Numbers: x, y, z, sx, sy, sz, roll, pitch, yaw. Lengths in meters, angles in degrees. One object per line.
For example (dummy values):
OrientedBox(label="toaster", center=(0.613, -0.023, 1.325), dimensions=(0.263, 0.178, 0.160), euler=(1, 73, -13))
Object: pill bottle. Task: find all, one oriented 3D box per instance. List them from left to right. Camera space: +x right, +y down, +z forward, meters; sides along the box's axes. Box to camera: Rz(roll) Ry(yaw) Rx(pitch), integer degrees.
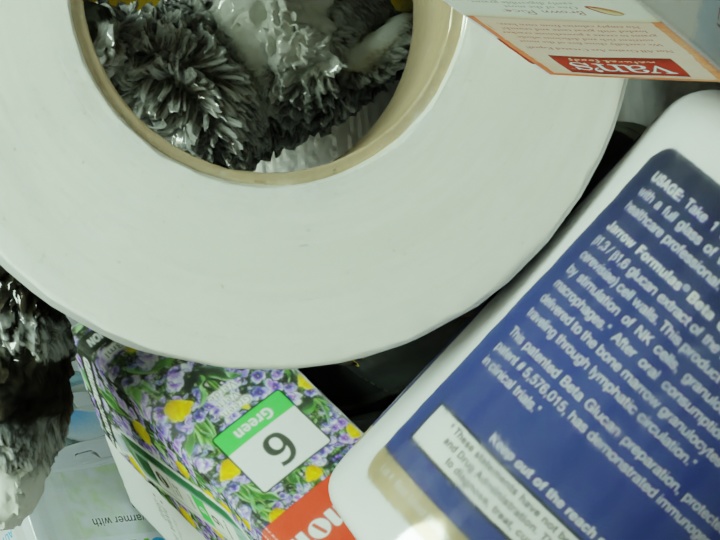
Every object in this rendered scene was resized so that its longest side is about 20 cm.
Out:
OrientedBox(label="pill bottle", center=(0.095, 0.023, 0.777), dimensions=(0.200, 0.111, 0.111), euler=(-47, 54, 3))

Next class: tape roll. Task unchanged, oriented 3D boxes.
OrientedBox(label="tape roll", center=(-0.028, -0.074, 0.781), dimensions=(0.071, 0.201, 0.204), euler=(170, 96, -82))

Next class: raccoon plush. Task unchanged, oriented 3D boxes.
OrientedBox(label="raccoon plush", center=(-0.055, -0.018, 0.918), dimensions=(0.097, 0.133, 0.201), euler=(-124, 41, -65))

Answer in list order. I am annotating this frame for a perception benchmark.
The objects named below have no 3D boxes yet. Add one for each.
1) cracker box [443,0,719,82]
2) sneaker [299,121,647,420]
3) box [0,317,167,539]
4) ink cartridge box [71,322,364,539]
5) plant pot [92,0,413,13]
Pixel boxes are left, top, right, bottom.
OrientedBox(label="cracker box", center=(0.037, -0.134, 0.653), dimensions=(0.057, 0.200, 0.135), euler=(3, 78, 28))
OrientedBox(label="sneaker", center=(0.000, 0.000, 0.925), dimensions=(0.200, 0.106, 0.075), euler=(-28, 72, 45))
OrientedBox(label="box", center=(-0.145, 0.114, 1.101), dimensions=(0.200, 0.096, 0.177), euler=(-44, 59, 39))
OrientedBox(label="ink cartridge box", center=(-0.010, 0.094, 0.938), dimensions=(0.200, 0.050, 0.109), euler=(43, 160, 32))
OrientedBox(label="plant pot", center=(-0.074, -0.166, 0.956), dimensions=(0.200, 0.199, 0.142), euler=(-54, 33, 35))
